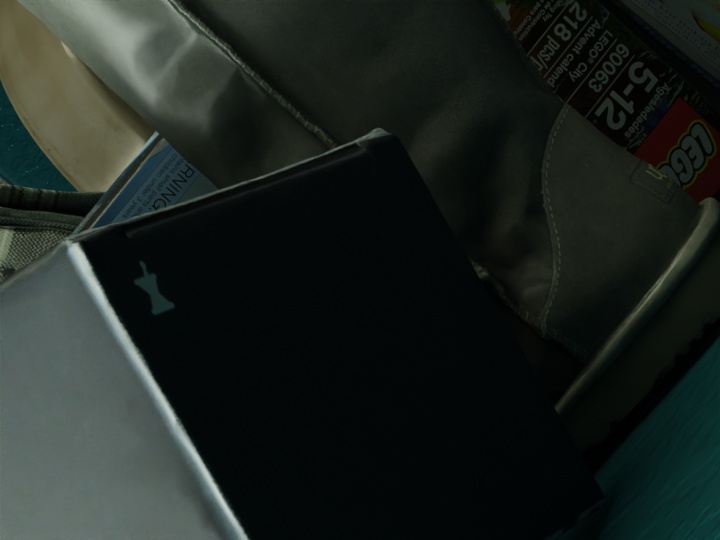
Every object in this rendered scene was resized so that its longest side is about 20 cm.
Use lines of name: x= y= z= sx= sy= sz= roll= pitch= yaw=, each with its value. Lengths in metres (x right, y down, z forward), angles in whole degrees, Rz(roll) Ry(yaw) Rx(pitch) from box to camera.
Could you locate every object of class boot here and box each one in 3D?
boot: x=-0.020 y=-0.016 z=0.749 sx=0.182 sy=0.200 sz=0.073 roll=-49 pitch=4 yaw=7

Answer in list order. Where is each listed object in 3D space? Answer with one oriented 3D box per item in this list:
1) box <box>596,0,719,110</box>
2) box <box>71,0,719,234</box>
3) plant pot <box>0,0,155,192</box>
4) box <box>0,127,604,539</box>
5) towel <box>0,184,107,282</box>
box: x=0.077 y=-0.100 z=0.765 sx=0.041 sy=0.156 sz=0.200 roll=-52 pitch=6 yaw=-5
box: x=0.000 y=0.000 z=0.810 sx=0.200 sy=0.136 sz=0.038 roll=-51 pitch=9 yaw=-9
plant pot: x=-0.013 y=-0.110 z=1.118 sx=0.174 sy=0.200 sz=0.200 roll=-51 pitch=4 yaw=29
box: x=-0.070 y=0.070 z=0.675 sx=0.200 sy=0.107 sz=0.148 roll=-34 pitch=-6 yaw=29
towel: x=-0.089 y=0.045 z=0.893 sx=0.200 sy=0.191 sz=0.035 roll=117 pitch=152 yaw=-43
